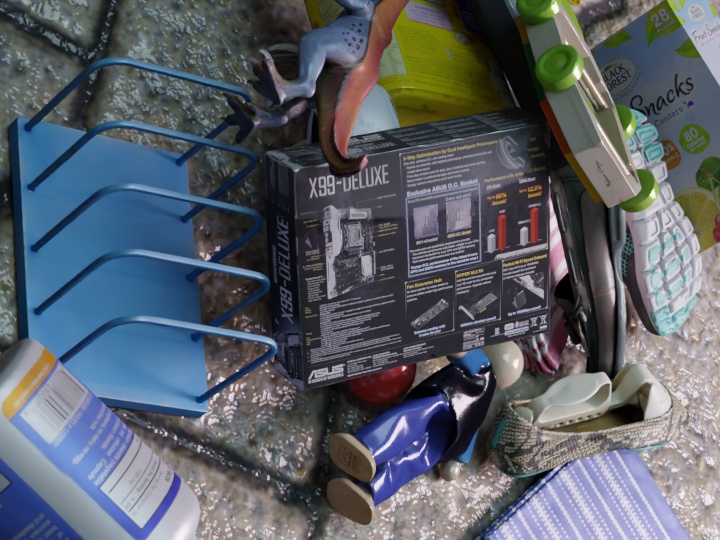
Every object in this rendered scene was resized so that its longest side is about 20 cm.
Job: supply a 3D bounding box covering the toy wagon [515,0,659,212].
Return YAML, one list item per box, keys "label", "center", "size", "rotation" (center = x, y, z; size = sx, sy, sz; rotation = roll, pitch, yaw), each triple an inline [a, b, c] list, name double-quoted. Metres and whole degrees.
- label: "toy wagon"
  center: [0.155, -0.137, 1.374]
  size: [0.155, 0.039, 0.201]
  rotation: [50, 21, -44]

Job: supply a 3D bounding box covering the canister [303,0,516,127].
- label: "canister"
  center: [0.032, -0.176, 1.455]
  size: [0.148, 0.087, 0.201]
  rotation: [10, 47, -32]

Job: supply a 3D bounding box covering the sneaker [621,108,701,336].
- label: "sneaker"
  center: [0.227, -0.040, 1.647]
  size: [0.077, 0.091, 0.201]
  rotation: [-24, 102, -35]

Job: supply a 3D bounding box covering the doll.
- label: "doll"
  center: [0.057, 0.103, 1.409]
  size: [0.048, 0.137, 0.200]
  rotation: [25, 39, 32]

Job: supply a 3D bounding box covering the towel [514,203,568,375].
- label: "towel"
  center: [0.150, -0.035, 1.554]
  size: [0.146, 0.030, 0.201]
  rotation: [-51, 132, -45]

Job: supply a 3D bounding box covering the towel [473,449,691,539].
- label: "towel"
  center: [0.181, 0.218, 1.510]
  size: [0.200, 0.024, 0.145]
  rotation: [-35, 93, -44]

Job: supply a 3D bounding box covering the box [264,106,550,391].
- label: "box"
  center: [0.035, -0.017, 1.315]
  size: [0.199, 0.050, 0.159]
  rotation: [-13, 113, -24]

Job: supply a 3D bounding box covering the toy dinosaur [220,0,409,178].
- label: "toy dinosaur"
  center: [-0.009, -0.139, 1.300]
  size: [0.181, 0.105, 0.200]
  rotation: [-27, 65, -34]

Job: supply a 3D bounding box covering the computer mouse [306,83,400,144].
- label: "computer mouse"
  center: [0.006, -0.032, 1.347]
  size: [0.109, 0.044, 0.201]
  rotation: [-14, 109, -17]

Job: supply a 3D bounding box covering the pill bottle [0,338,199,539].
- label: "pill bottle"
  center: [-0.170, 0.147, 1.178]
  size: [0.200, 0.112, 0.112]
  rotation: [46, 45, -12]

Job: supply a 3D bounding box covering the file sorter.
- label: "file sorter"
  center: [-0.142, -0.022, 1.289]
  size: [0.138, 0.123, 0.201]
  rotation: [11, 60, -36]

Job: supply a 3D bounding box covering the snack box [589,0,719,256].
- label: "snack box"
  center: [0.269, -0.117, 1.662]
  size: [0.068, 0.168, 0.201]
  rotation: [-29, 86, -49]

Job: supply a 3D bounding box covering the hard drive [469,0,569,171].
- label: "hard drive"
  center: [0.122, -0.180, 1.465]
  size: [0.201, 0.033, 0.140]
  rotation: [64, 15, -8]

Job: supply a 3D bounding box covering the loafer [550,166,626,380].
- label: "loafer"
  center: [0.177, 0.000, 1.530]
  size: [0.062, 0.201, 0.072]
  rotation: [-4, 28, 0]

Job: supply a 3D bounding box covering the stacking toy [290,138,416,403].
- label: "stacking toy"
  center: [0.000, 0.000, 1.433]
  size: [0.085, 0.085, 0.201]
  rotation: [-2, 72, -41]

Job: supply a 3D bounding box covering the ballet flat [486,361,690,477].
- label: "ballet flat"
  center: [0.189, 0.109, 1.507]
  size: [0.199, 0.076, 0.068]
  rotation: [-10, 40, -31]
